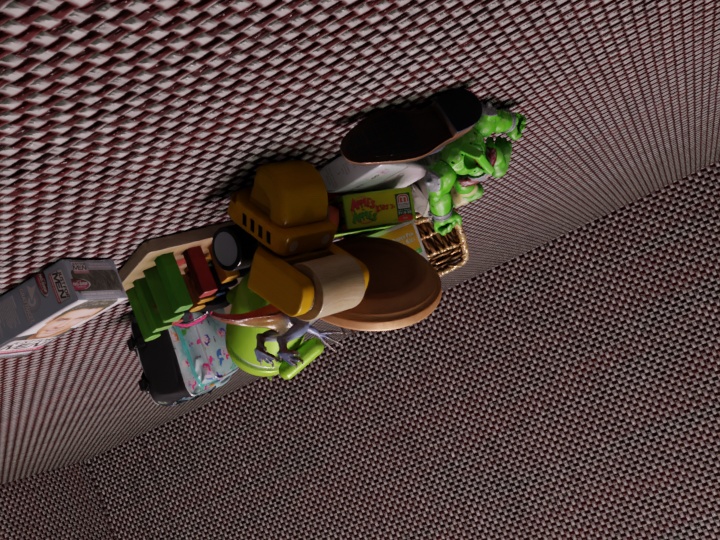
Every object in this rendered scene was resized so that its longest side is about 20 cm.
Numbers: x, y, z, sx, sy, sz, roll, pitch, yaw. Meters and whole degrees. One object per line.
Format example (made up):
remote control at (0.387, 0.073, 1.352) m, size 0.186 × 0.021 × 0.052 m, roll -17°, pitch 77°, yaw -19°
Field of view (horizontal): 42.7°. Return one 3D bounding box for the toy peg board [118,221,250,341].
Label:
toy peg board at (-0.241, 0.018, 1.341) m, size 0.199 × 0.098 × 0.200 m, roll -16°, pitch 169°, yaw -37°

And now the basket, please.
basket at (0.079, -0.050, 1.583) m, size 0.199 × 0.150 × 0.143 m, roll -22°, pitch 171°, yaw -2°

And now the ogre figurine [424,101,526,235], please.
ogre figurine at (0.154, -0.155, 1.286) m, size 0.200 × 0.098 × 0.120 m, roll -36°, pitch 150°, yaw 8°

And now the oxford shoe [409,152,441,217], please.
oxford shoe at (0.096, -0.134, 1.426) m, size 0.057 × 0.076 × 0.200 m, roll 15°, pitch 165°, yaw 0°

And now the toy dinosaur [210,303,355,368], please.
toy dinosaur at (-0.068, 0.047, 1.246) m, size 0.105 × 0.200 × 0.182 m, roll -16°, pitch -142°, yaw 47°

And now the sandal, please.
sandal at (-0.284, 0.064, 1.490) m, size 0.199 × 0.045 × 0.075 m, roll -11°, pitch -158°, yaw 28°

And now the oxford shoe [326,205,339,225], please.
oxford shoe at (-0.099, -0.065, 1.312) m, size 0.072 × 0.072 × 0.200 m, roll 13°, pitch 166°, yaw -22°

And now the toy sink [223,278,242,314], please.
toy sink at (-0.127, 0.019, 1.580) m, size 0.199 × 0.112 × 0.130 m, roll -17°, pitch 169°, yaw -35°

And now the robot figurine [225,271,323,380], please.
robot figurine at (-0.135, 0.075, 1.355) m, size 0.115 × 0.176 × 0.200 m, roll -21°, pitch 147°, yaw -36°

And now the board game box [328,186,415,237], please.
board game box at (-0.004, -0.080, 1.338) m, size 0.101 × 0.048 × 0.200 m, roll -10°, pitch 180°, yaw -18°

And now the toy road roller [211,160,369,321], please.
toy road roller at (-0.079, -0.046, 1.131) m, size 0.123 × 0.200 × 0.146 m, roll -15°, pitch 132°, yaw -48°

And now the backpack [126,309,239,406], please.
backpack at (-0.300, 0.138, 1.638) m, size 0.150 × 0.178 × 0.200 m, roll -20°, pitch 176°, yaw 11°

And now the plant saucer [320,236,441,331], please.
plant saucer at (0.011, 0.009, 1.241) m, size 0.199 × 0.200 × 0.038 m, roll -18°, pitch 129°, yaw -29°

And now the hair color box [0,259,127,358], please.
hair color box at (-0.420, 0.053, 1.216) m, size 0.199 × 0.061 × 0.099 m, roll -28°, pitch 170°, yaw 22°

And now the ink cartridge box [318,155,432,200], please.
ink cartridge box at (-0.016, -0.117, 1.292) m, size 0.200 × 0.057 × 0.162 m, roll -33°, pitch 167°, yaw 27°

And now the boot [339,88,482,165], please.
boot at (0.054, -0.157, 1.148) m, size 0.199 × 0.075 × 0.097 m, roll -21°, pitch 168°, yaw -24°

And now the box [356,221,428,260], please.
box at (0.000, 0.000, 1.457) m, size 0.112 × 0.102 × 0.200 m, roll -24°, pitch -175°, yaw -42°
